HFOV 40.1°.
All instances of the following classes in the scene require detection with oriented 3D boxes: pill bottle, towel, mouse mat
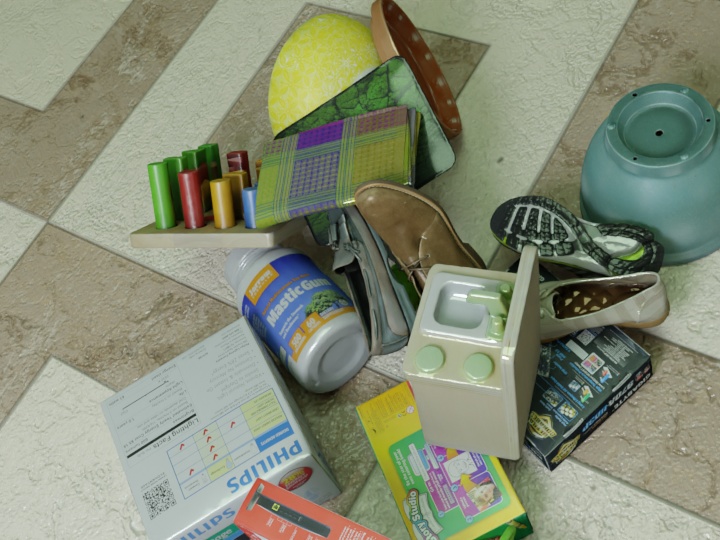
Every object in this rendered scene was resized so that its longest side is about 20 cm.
[{"bbox_3d":[-0.080,0.043,1.187,0.112,0.112,0.200,-40,55,-9],"label":"pill bottle"},{"bbox_3d":[-0.026,-0.119,1.135,0.197,0.023,0.145,-12,47,18],"label":"towel"},{"bbox_3d":[0.000,-0.143,1.176,0.199,0.008,0.163,-32,71,15],"label":"mouse mat"}]

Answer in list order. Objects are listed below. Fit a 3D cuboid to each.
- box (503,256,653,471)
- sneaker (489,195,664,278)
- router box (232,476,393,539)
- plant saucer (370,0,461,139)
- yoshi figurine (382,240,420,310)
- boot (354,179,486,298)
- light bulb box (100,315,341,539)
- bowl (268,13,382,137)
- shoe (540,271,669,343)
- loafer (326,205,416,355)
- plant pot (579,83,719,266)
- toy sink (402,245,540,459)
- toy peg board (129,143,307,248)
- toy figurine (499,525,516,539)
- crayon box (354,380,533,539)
[{"bbox_3d":[0.196,0.095,1.094,0.159,0.046,0.200,-41,54,-8],"label":"box"},{"bbox_3d":[0.240,-0.023,1.123,0.198,0.081,0.075,21,73,18],"label":"sneaker"},{"bbox_3d":[-0.008,0.287,0.948,0.177,0.201,0.049,18,64,28],"label":"router box"},{"bbox_3d":[0.068,-0.258,1.278,0.032,0.200,0.202,-27,52,20],"label":"plant saucer"},{"bbox_3d":[0.039,-0.017,1.194,0.111,0.112,0.202,-34,54,16],"label":"yoshi figurine"},{"bbox_3d":[0.067,-0.021,1.074,0.073,0.200,0.076,-26,36,38],"label":"boot"},{"bbox_3d":[-0.156,0.199,1.105,0.197,0.125,0.201,-31,54,-2],"label":"light bulb box"},{"bbox_3d":[-0.011,-0.219,1.269,0.107,0.201,0.201,22,67,39],"label":"bowl"},{"bbox_3d":[0.229,0.033,1.061,0.197,0.054,0.071,-7,55,14],"label":"shoe"},{"bbox_3d":[0.000,0.000,1.105,0.062,0.072,0.202,-22,72,-18],"label":"loafer"},{"bbox_3d":[0.345,-0.126,1.130,0.197,0.135,0.203,-9,56,14],"label":"plant pot"},{"bbox_3d":[0.112,0.077,0.973,0.110,0.201,0.132,7,57,16],"label":"toy sink"},{"bbox_3d":[-0.163,-0.102,1.250,0.196,0.099,0.200,0,17,21],"label":"toy peg board"},{"bbox_3d":[0.170,0.363,0.899,0.182,0.151,0.200,27,55,18],"label":"toy figurine"},{"bbox_3d":[0.086,0.210,1.053,0.118,0.058,0.201,-27,54,2],"label":"crayon box"}]
